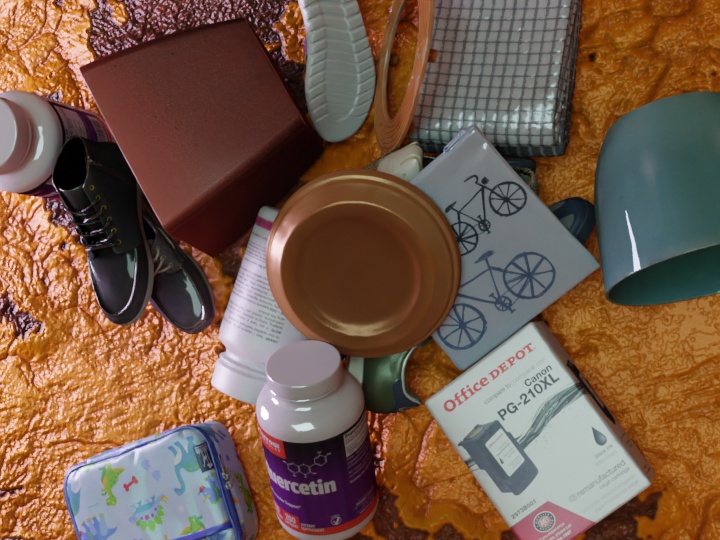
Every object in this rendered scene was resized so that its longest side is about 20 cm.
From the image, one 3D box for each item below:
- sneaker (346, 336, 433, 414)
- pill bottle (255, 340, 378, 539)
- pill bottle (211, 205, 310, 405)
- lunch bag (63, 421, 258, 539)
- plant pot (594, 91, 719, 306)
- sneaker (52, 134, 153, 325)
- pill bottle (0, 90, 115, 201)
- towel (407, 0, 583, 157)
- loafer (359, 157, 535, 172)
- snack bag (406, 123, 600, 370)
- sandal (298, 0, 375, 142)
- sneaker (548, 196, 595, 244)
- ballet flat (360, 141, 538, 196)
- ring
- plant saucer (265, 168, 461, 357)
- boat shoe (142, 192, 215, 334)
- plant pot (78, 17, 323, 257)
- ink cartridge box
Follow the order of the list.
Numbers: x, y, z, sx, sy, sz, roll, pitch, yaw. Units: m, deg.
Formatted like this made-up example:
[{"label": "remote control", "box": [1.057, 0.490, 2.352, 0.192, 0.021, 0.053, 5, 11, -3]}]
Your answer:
[{"label": "sneaker", "box": [0.038, 0.055, 1.370, 0.089, 0.067, 0.202, 6, 90, 9]}, {"label": "pill bottle", "box": [-0.046, 0.176, 1.320, 0.112, 0.113, 0.201, 2, 124, 17]}, {"label": "pill bottle", "box": [-0.086, 0.042, 1.378, 0.113, 0.113, 0.201, 20, 93, 16]}, {"label": "lunch bag", "box": [-0.221, 0.265, 1.430, 0.199, 0.082, 0.162, -19, 86, 16]}, {"label": "plant pot", "box": [0.315, -0.073, 1.227, 0.199, 0.200, 0.162, -15, 72, 15]}, {"label": "sneaker", "box": [-0.283, -0.042, 1.370, 0.074, 0.106, 0.201, -10, 81, 21]}, {"label": "pill bottle", "box": [-0.363, -0.138, 1.421, 0.111, 0.200, 0.112, -1, 88, 17]}, {"label": "towel", "box": [0.143, -0.218, 1.327, 0.165, 0.086, 0.201, 4, 79, 24]}, {"label": "loafer", "box": [0.087, -0.084, 1.356, 0.199, 0.072, 0.063, -3, 91, 14]}, {"label": "snack bag", "box": [0.106, -0.019, 1.278, 0.188, 0.021, 0.200, -40, 102, 21]}, {"label": "sandal", "box": [-0.030, -0.243, 1.394, 0.082, 0.050, 0.204, -10, 107, -18]}, {"label": "sneaker", "box": [0.148, -0.021, 1.318, 0.200, 0.082, 0.070, -38, 34, 10]}, {"label": "ballet flat", "box": [0.082, -0.095, 1.285, 0.198, 0.076, 0.068, 6, 54, 2]}, {"label": "ring", "box": [0.048, -0.219, 1.317, 0.019, 0.200, 0.202, 8, 90, -12]}, {"label": "plant saucer", "box": [0.000, 0.000, 1.271, 0.199, 0.037, 0.201, 4, 114, 9]}, {"label": "boat shoe", "box": [-0.239, -0.012, 1.446, 0.074, 0.073, 0.200, -39, 78, 12]}, {"label": "plant pot", "box": [-0.153, -0.155, 1.372, 0.176, 0.200, 0.201, -31, 80, 4]}, {"label": "ink cartridge box", "box": [0.182, 0.171, 1.308, 0.145, 0.084, 0.200, -38, 79, 12]}]
